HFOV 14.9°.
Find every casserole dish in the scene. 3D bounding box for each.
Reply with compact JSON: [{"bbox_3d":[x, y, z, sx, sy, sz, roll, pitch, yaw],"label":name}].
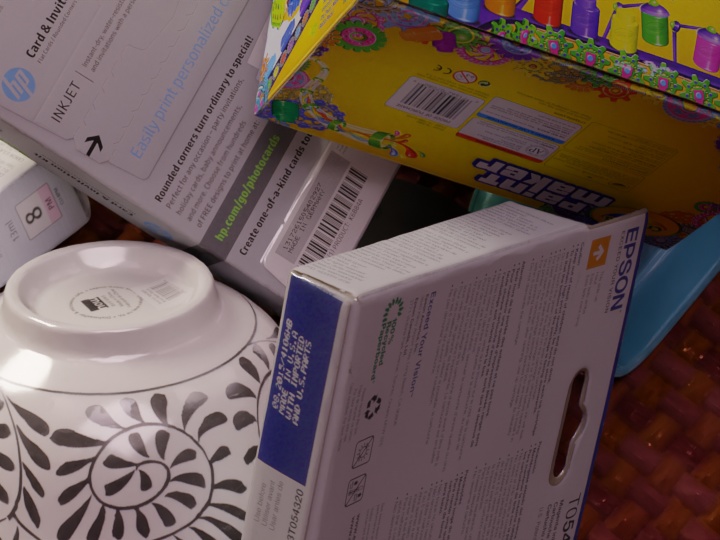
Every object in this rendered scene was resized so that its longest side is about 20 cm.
[{"bbox_3d":[0.147,-0.041,1.293,0.039,0.121,0.200,26,59,30],"label":"casserole dish"}]

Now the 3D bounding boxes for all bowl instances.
[{"bbox_3d":[-0.103,0.048,1.164,0.200,0.095,0.201,-1,26,0],"label":"bowl"}]

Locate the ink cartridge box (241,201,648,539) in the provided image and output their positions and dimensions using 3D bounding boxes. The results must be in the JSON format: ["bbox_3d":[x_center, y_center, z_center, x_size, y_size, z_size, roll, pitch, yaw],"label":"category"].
[{"bbox_3d":[0.030,0.074,1.137,0.043,0.197,0.200,25,26,32],"label":"ink cartridge box"}]

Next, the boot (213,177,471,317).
[{"bbox_3d":[0.000,0.000,1.283,0.200,0.076,0.074,30,43,-5],"label":"boot"}]

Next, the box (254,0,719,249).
[{"bbox_3d":[0.080,-0.141,1.165,0.199,0.122,0.193,18,63,-17],"label":"box"}]

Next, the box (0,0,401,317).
[{"bbox_3d":[-0.070,-0.094,1.190,0.200,0.041,0.156,32,74,-15],"label":"box"}]

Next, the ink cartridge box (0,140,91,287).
[{"bbox_3d":[-0.241,-0.005,1.217,0.200,0.057,0.162,-41,38,-21],"label":"ink cartridge box"}]

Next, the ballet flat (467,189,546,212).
[{"bbox_3d":[0.119,-0.078,1.329,0.071,0.071,0.201,28,88,10],"label":"ballet flat"}]
